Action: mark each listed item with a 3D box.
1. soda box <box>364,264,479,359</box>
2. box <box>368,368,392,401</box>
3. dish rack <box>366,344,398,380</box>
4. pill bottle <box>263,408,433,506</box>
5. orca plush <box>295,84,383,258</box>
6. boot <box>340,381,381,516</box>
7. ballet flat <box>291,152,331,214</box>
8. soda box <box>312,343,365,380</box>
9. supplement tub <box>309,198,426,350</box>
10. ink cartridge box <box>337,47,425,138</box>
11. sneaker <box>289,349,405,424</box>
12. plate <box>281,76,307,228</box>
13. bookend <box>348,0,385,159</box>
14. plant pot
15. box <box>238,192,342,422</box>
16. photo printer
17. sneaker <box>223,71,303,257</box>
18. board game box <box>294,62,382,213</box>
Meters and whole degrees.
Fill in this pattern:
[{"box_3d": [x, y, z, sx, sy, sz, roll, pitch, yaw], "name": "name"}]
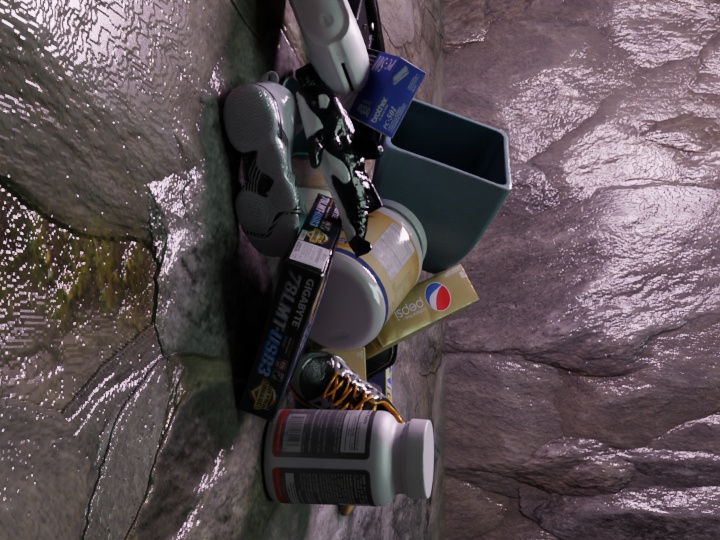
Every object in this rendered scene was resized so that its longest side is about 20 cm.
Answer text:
[{"box_3d": [0.078, 0.061, 1.543, 0.065, 0.198, 0.068, 61, -33, 8], "name": "soda box"}, {"box_3d": [0.020, 0.259, 1.792, 0.064, 0.069, 0.203, -17, 107, -80], "name": "box"}, {"box_3d": [0.010, 0.064, 1.637, 0.153, 0.054, 0.203, 141, -45, -61], "name": "dish rack"}, {"box_3d": [-0.012, 0.232, 1.276, 0.116, 0.197, 0.118, 0, 90, -79], "name": "pill bottle"}, {"box_3d": [-0.009, -0.120, 1.163, 0.105, 0.070, 0.203, 22, 51, -68], "name": "orca plush"}, {"box_3d": [-0.024, 0.306, 1.647, 0.189, 0.067, 0.203, -63, 164, -61], "name": "boot"}, {"box_3d": [-0.050, -0.102, 1.327, 0.200, 0.067, 0.068, 22, 74, -77], "name": "ballet flat"}, {"box_3d": [-0.028, 0.206, 1.471, 0.064, 0.067, 0.203, -152, -120, -77], "name": "soda box"}, {"box_3d": [0.000, 0.000, 1.400, 0.200, 0.142, 0.146, -49, 140, -51], "name": "supplement tub"}, {"box_3d": [0.019, -0.242, 1.377, 0.095, 0.044, 0.200, -62, -159, 7], "name": "ink cartridge box"}, {"box_3d": [-0.013, 0.171, 1.380, 0.079, 0.199, 0.077, -60, -154, -7], "name": "sneaker"}, {"box_3d": [-0.094, -0.146, 1.326, 0.200, 0.025, 0.204, -1, 90, -79], "name": "plate"}, {"box_3d": [-0.022, -0.306, 1.538, 0.202, 0.091, 0.200, 78, 16, -44], "name": "bookend"}, {"box_3d": [0.102, -0.116, 1.572, 0.197, 0.193, 0.202, -80, -170, -57], "name": "plant pot"}, {"box_3d": [-0.073, 0.038, 1.191, 0.199, 0.049, 0.202, -68, 177, -65], "name": "box"}, {"box_3d": [-0.048, -0.325, 1.295, 0.166, 0.069, 0.202, 57, 12, -75], "name": "photo printer"}, {"box_3d": [-0.098, -0.124, 1.167, 0.115, 0.074, 0.203, -65, 150, -61], "name": "sneaker"}, {"box_3d": [-0.030, -0.179, 1.373, 0.202, 0.028, 0.135, 63, 3, -13], "name": "board game box"}]
